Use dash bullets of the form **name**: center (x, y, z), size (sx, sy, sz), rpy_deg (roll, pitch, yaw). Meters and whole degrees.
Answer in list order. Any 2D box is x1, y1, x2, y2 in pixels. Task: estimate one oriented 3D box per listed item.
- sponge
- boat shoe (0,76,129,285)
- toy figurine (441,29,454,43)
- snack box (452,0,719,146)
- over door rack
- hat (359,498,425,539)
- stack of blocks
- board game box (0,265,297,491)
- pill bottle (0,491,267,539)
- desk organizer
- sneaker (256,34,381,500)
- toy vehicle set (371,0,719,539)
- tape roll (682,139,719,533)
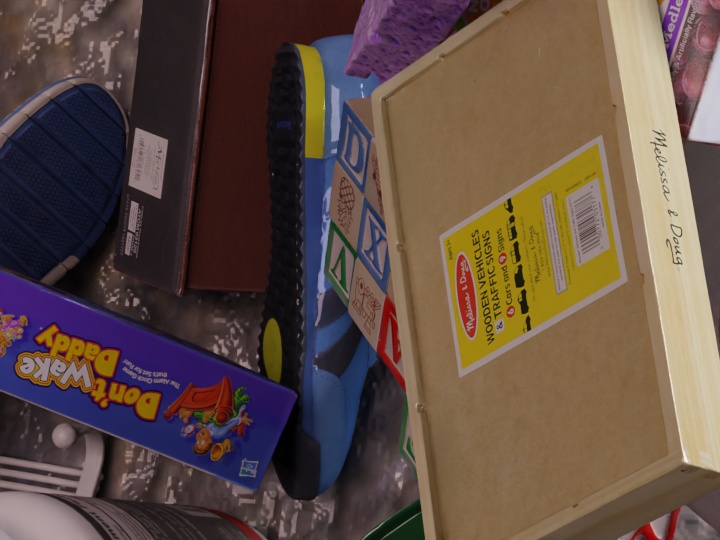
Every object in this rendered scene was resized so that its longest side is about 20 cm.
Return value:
- **sponge**: center (0.035, -0.145, 1.078), size (0.030, 0.200, 0.112), rpy_deg (16, 76, -6)
- **boat shoe**: center (-0.182, -0.008, 1.310), size (0.072, 0.072, 0.200), rpy_deg (4, 52, 52)
- **toy figurine**: center (0.105, -0.118, 1.202), size (0.184, 0.150, 0.200), rpy_deg (-12, 98, 37)
- **snack box**: center (0.119, -0.159, 1.046), size (0.142, 0.053, 0.200), rpy_deg (32, 108, 49)
- **over door rack**: center (-0.203, 0.156, 1.299), size (0.148, 0.067, 0.200), rpy_deg (7, 81, 28)
- **hat**: center (0.031, 0.150, 1.124), size (0.200, 0.176, 0.166), rpy_deg (-24, 71, 19)
- **stack of blocks**: center (0.052, 0.029, 1.119), size (0.200, 0.059, 0.115), rpy_deg (-125, 35, -46)
- **board game box**: center (-0.141, 0.026, 1.203), size (0.045, 0.200, 0.134), rpy_deg (-68, 20, -2)
- **pill bottle**: center (-0.120, 0.149, 1.179), size (0.116, 0.200, 0.116), rpy_deg (-5, 81, 31)
- **desk organizer**: center (-0.049, -0.091, 1.274), size (0.072, 0.077, 0.200), rpy_deg (20, 105, 60)
- **sneaker**: center (0.000, 0.000, 1.237), size (0.066, 0.078, 0.200), rpy_deg (-159, 71, -69)
- **toy vehicle set**: center (0.063, 0.000, 1.009), size (0.124, 0.026, 0.200), rpy_deg (-31, 55, 42)
- **tape roll**: center (0.194, 0.015, 1.092), size (0.200, 0.066, 0.200), rpy_deg (8, 110, 21)
